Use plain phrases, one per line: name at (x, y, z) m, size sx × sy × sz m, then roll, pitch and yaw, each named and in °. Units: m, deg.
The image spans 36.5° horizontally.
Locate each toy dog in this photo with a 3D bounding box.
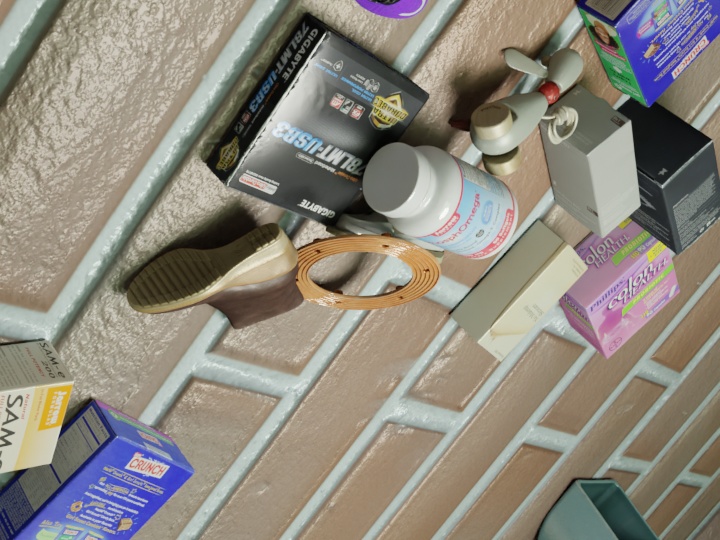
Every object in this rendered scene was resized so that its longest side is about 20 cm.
toy dog at (0.191, -0.210, 1.382) m, size 0.200 × 0.096 × 0.132 m, roll -32°, pitch 137°, yaw -38°

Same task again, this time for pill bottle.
pill bottle at (0.095, -0.085, 1.305) m, size 0.200 × 0.109 × 0.109 m, roll 17°, pitch 113°, yaw -49°

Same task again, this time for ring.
ring at (0.000, 0.000, 1.355) m, size 0.199 × 0.019 × 0.201 m, roll 1°, pitch 153°, yaw 0°

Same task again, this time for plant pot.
plant pot at (0.503, 0.596, 2.386) m, size 0.196 × 0.196 × 0.200 m, roll 13°, pitch 126°, yaw -50°

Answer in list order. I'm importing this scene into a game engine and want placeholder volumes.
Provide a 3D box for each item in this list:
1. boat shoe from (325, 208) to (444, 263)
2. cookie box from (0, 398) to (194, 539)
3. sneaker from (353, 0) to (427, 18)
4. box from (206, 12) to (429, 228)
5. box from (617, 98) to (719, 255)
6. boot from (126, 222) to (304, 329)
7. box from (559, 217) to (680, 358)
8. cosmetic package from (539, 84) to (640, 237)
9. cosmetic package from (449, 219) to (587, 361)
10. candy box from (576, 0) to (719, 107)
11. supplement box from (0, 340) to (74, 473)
boat shoe at (0.037, -0.059, 1.383) m, size 0.200 × 0.075 × 0.069 m, roll 9°, pitch 101°, yaw -47°
cookie box at (-0.331, 0.273, 1.338) m, size 0.200 × 0.075 × 0.171 m, roll -45°, pitch 144°, yaw 1°
sneaker at (0.018, -0.294, 1.097) m, size 0.070 × 0.100 × 0.200 m, roll -51°, pitch 143°, yaw 12°
box at (-0.044, -0.158, 1.219) m, size 0.200 × 0.050 × 0.199 m, roll 21°, pitch 108°, yaw -51°
box at (0.447, -0.142, 1.626) m, size 0.104 × 0.148 × 0.200 m, roll -41°, pitch 145°, yaw -4°
boot at (-0.161, 0.032, 1.273) m, size 0.199 × 0.073 × 0.167 m, roll -23°, pitch 149°, yaw -10°
box at (0.423, 0.021, 1.808) m, size 0.176 × 0.097 × 0.200 m, roll -42°, pitch 144°, yaw -4°
cosmetic package at (0.324, -0.151, 1.535) m, size 0.090 × 0.107 × 0.200 m, roll -40°, pitch 142°, yaw -7°
cosmetic package at (0.242, 0.032, 1.664) m, size 0.200 × 0.073 × 0.103 m, roll -49°, pitch 144°, yaw 4°
candy box at (0.391, -0.339, 1.439) m, size 0.169 × 0.077 × 0.200 m, roll -46°, pitch 143°, yaw 0°
supplement box at (-0.415, 0.153, 1.139) m, size 0.199 × 0.074 × 0.126 m, roll -6°, pitch 130°, yaw -41°
